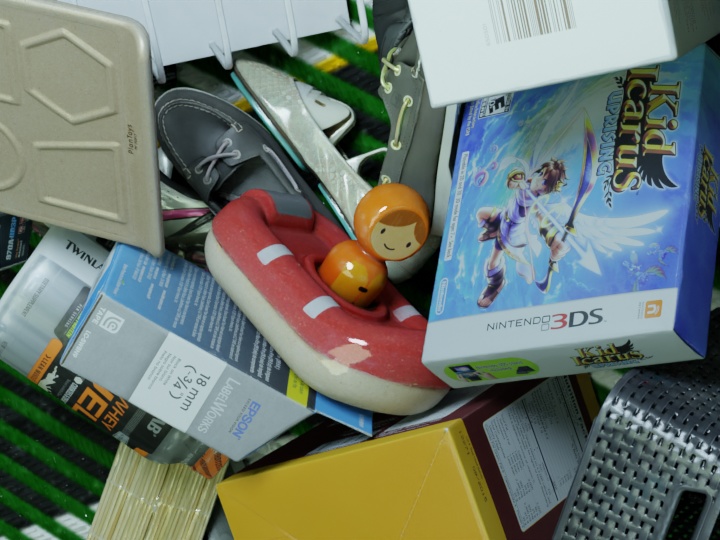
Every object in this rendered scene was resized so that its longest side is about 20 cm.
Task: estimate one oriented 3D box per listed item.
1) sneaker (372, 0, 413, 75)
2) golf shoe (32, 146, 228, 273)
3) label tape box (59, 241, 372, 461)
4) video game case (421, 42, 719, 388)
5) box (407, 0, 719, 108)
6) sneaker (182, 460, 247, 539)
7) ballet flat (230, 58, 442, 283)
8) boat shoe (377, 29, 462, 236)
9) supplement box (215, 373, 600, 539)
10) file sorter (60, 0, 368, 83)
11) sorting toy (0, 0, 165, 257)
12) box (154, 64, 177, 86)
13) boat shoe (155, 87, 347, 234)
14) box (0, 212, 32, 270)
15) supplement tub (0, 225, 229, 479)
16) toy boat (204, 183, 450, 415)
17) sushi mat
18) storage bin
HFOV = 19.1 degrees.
[{"bbox_3d":[0.025,-0.221,1.455,0.104,0.060,0.200,52,150,39],"label":"sneaker"},{"bbox_3d":[-0.163,-0.052,1.619,0.199,0.073,0.093,10,105,19],"label":"golf shoe"},{"bbox_3d":[-0.092,0.062,1.434,0.200,0.144,0.063,29,107,-8],"label":"label tape box"},{"bbox_3d":[0.136,-0.033,1.338,0.181,0.045,0.201,-9,59,35],"label":"video game case"},{"bbox_3d":[0.127,-0.175,1.304,0.152,0.200,0.107,-11,98,19],"label":"box"},{"bbox_3d":[-0.121,0.196,1.657,0.074,0.079,0.201,-31,85,37],"label":"sneaker"},{"bbox_3d":[-0.013,-0.082,1.530,0.062,0.067,0.200,-37,87,6],"label":"ballet flat"},{"bbox_3d":[0.040,-0.114,1.431,0.060,0.072,0.202,7,123,6],"label":"boat shoe"},{"bbox_3d":[0.049,0.158,1.467,0.197,0.200,0.133,-17,95,34],"label":"supplement box"},{"bbox_3d":[-0.106,-0.203,1.436,0.199,0.125,0.139,-12,108,-6],"label":"file sorter"},{"bbox_3d":[-0.214,-0.108,1.394,0.199,0.037,0.186,17,134,18],"label":"sorting toy"},{"bbox_3d":[-0.253,-0.196,1.591,0.199,0.132,0.115,10,109,29],"label":"box"},{"bbox_3d":[-0.071,-0.053,1.531,0.067,0.057,0.200,-42,101,9],"label":"boat shoe"},{"bbox_3d":[-0.289,-0.121,1.514,0.159,0.046,0.201,34,125,31],"label":"box"},{"bbox_3d":[-0.165,0.058,1.559,0.200,0.123,0.123,34,121,-5],"label":"supplement tub"},{"bbox_3d":[0.000,0.000,1.420,0.200,0.130,0.131,47,112,28],"label":"toy boat"},{"bbox_3d":[-0.141,0.136,1.637,0.095,0.012,0.201,18,88,22],"label":"sushi mat"},{"bbox_3d":[0.214,0.121,1.353,0.094,0.200,0.136,26,117,21],"label":"storage bin"}]
